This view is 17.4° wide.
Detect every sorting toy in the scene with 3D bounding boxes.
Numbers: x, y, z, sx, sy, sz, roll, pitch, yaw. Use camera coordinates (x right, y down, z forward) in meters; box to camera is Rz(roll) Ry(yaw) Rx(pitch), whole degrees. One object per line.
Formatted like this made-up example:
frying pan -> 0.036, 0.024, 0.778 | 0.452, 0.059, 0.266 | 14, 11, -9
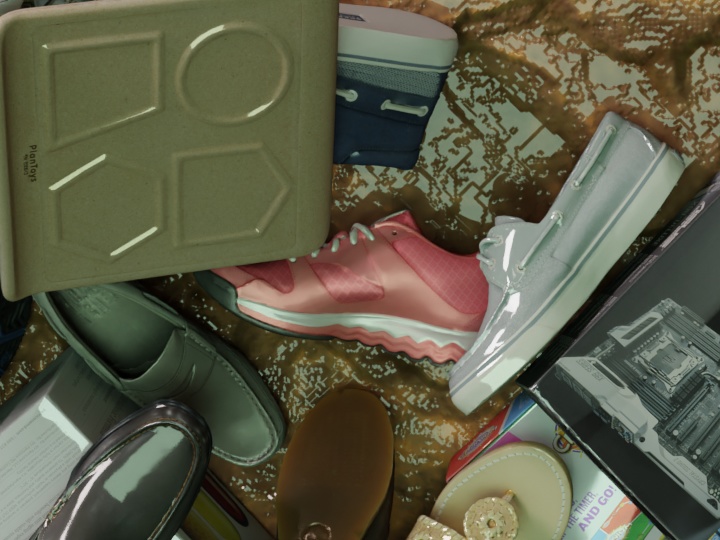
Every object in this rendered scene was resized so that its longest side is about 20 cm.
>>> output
sorting toy -> -0.108, -0.076, 1.306 | 0.199, 0.037, 0.185 | -11, 129, -18

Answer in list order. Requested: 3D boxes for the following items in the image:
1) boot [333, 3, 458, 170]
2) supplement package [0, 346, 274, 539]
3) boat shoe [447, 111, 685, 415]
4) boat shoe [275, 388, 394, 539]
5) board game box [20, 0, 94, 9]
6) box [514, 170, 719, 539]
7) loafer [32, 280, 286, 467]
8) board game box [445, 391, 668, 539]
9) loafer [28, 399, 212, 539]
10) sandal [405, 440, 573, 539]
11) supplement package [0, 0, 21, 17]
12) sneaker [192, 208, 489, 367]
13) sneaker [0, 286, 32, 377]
boot -> -0.043, -0.110, 1.358 | 0.199, 0.073, 0.091 | 8, 112, -22
supplement package -> -0.153, 0.162, 1.458 | 0.109, 0.114, 0.200 | -40, 100, 16
boat shoe -> 0.106, -0.007, 1.382 | 0.071, 0.070, 0.201 | 39, 82, 3
boat shoe -> -0.019, 0.172, 1.431 | 0.070, 0.200, 0.070 | 6, 151, 12
board game box -> -0.157, -0.115, 1.365 | 0.147, 0.064, 0.201 | -17, 109, -25
box -> 0.216, 0.052, 1.384 | 0.200, 0.050, 0.158 | -45, 98, -4
loafer -> -0.126, 0.055, 1.439 | 0.200, 0.070, 0.070 | 39, 103, -15
board game box -> 0.176, 0.142, 1.451 | 0.200, 0.040, 0.153 | 44, 106, -7
loafer -> -0.156, 0.161, 1.360 | 0.073, 0.072, 0.200 | 36, 106, -4
sandal -> 0.049, 0.191, 1.435 | 0.078, 0.070, 0.212 | 42, 124, -6
supplement package -> -0.288, -0.099, 1.284 | 0.110, 0.114, 0.200 | 44, 127, 15
sneaker -> 0.000, 0.000, 1.424 | 0.200, 0.074, 0.087 | 11, 98, -4
sneaker -> -0.248, 0.004, 1.452 | 0.077, 0.076, 0.200 | 24, 106, 18
